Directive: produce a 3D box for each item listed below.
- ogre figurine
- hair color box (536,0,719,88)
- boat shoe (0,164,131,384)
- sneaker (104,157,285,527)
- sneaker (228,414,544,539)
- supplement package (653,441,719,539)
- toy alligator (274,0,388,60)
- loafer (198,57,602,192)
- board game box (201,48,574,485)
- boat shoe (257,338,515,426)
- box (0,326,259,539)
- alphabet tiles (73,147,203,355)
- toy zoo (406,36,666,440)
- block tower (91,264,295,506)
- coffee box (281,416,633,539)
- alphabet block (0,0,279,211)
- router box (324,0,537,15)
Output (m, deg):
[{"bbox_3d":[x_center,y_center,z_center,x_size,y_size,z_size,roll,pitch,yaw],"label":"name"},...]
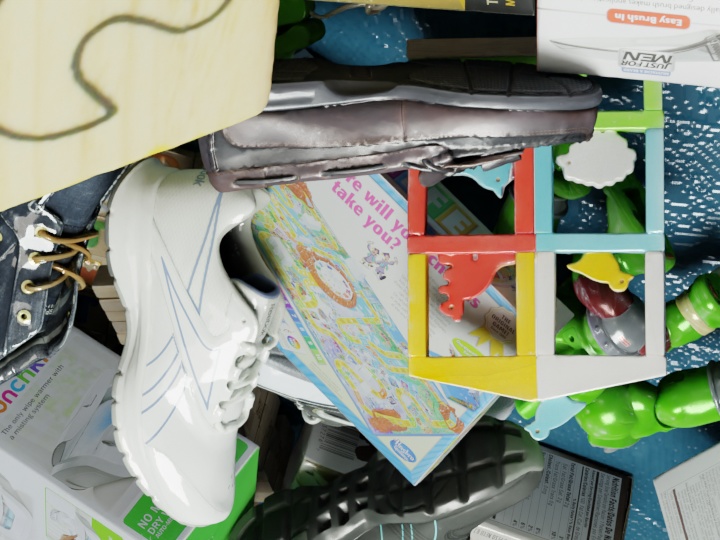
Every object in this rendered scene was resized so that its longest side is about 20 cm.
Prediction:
[{"bbox_3d":[0.131,0.022,1.298,0.120,0.099,0.200,-35,130,27],"label":"ogre figurine"},{"bbox_3d":[0.138,-0.181,1.113,0.110,0.064,0.201,6,135,10],"label":"hair color box"},{"bbox_3d":[-0.169,-0.014,1.316,0.200,0.091,0.071,-39,158,33],"label":"boat shoe"},{"bbox_3d":[-0.084,0.041,1.285,0.086,0.074,0.202,2,106,24],"label":"sneaker"},{"bbox_3d":[0.022,0.143,1.372,0.199,0.076,0.079,-23,126,23],"label":"sneaker"},{"bbox_3d":[0.279,0.130,1.328,0.109,0.114,0.200,9,148,-42],"label":"supplement package"},{"bbox_3d":[-0.061,-0.111,1.229,0.199,0.059,0.055,-3,105,19],"label":"toy alligator"},{"bbox_3d":[0.018,-0.068,1.186,0.198,0.072,0.063,2,109,4],"label":"loafer"},{"bbox_3d":[0.000,0.000,1.287,0.200,0.034,0.135,45,129,6],"label":"board game box"},{"bbox_3d":[-0.008,0.063,1.380,0.199,0.072,0.071,18,140,-19],"label":"boat shoe"},{"bbox_3d":[-0.160,0.138,1.435,0.176,0.097,0.200,31,150,15],"label":"box"},{"bbox_3d":[-0.125,-0.002,1.408,0.165,0.006,0.201,16,137,0],"label":"alphabet tiles"},{"bbox_3d":[0.088,-0.016,1.214,0.130,0.202,0.020,0,178,7],"label":"toy zoo"},{"bbox_3d":[-0.093,0.058,1.418,0.054,0.058,0.201,-3,136,18],"label":"block tower"},{"bbox_3d":[0.051,0.153,1.463,0.199,0.080,0.113,20,134,-5],"label":"coffee box"},{"bbox_3d":[-0.157,-0.171,1.064,0.194,0.197,0.201,-21,143,-24],"label":"alphabet block"},{"bbox_3d":[0.006,-0.215,1.121,0.156,0.052,0.201,5,135,11],"label":"router box"}]
